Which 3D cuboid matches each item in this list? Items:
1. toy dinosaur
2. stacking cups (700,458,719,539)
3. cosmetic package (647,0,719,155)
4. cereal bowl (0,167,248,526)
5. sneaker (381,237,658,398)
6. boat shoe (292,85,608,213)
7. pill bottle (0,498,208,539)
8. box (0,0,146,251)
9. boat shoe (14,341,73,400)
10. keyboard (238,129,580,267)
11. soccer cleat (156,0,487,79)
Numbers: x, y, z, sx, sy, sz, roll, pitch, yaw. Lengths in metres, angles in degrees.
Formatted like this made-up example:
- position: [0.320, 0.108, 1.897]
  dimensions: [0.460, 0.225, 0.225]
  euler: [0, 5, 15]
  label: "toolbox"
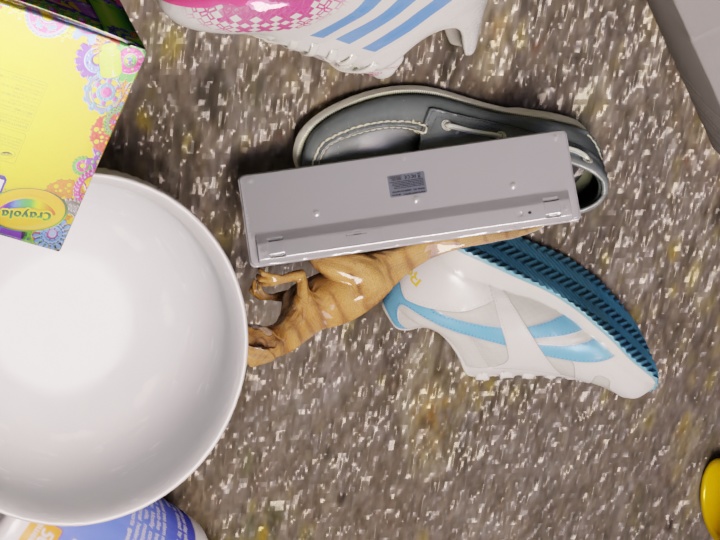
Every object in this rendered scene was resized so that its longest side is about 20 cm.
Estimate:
- position: [0.000, 0.000, 1.385]
  dimensions: [0.199, 0.106, 0.061]
  euler: [-29, 146, -17]
  label: "toy dinosaur"
- position: [0.341, 0.161, 1.631]
  dimensions: [0.198, 0.061, 0.061]
  euler: [1, 119, -21]
  label: "stacking cups"
- position: [0.239, -0.157, 1.397]
  dimensions: [0.106, 0.090, 0.201]
  euler: [-29, 121, -1]
  label: "cosmetic package"
- position: [-0.166, 0.037, 1.301]
  dimensions: [0.198, 0.083, 0.202]
  euler: [-3, 102, -15]
  label: "cereal bowl"
- position: [0.105, 0.034, 1.472]
  dimensions: [0.199, 0.077, 0.081]
  euler: [28, 115, -24]
  label: "sneaker"
- position: [0.059, -0.065, 1.399]
  dimensions: [0.198, 0.062, 0.073]
  euler: [2, 120, -19]
  label: "boat shoe"
- position: [-0.163, 0.183, 1.436]
  dimensions: [0.200, 0.112, 0.112]
  euler: [37, 102, -31]
  label: "pill bottle"
- position: [-0.238, -0.129, 1.182]
  dimensions: [0.199, 0.193, 0.123]
  euler: [17, 112, -26]
  label: "box"
- position: [-0.252, 0.067, 1.362]
  dimensions: [0.199, 0.071, 0.069]
  euler: [-33, 126, 3]
  label: "boat shoe"
- position: [0.029, -0.043, 1.362]
  dimensions: [0.198, 0.057, 0.011]
  euler: [-8, 162, -3]
  label: "keyboard"
- position: [-0.018, -0.144, 1.323]
  dimensions: [0.198, 0.070, 0.087]
  euler: [-9, 121, -15]
  label: "soccer cleat"
